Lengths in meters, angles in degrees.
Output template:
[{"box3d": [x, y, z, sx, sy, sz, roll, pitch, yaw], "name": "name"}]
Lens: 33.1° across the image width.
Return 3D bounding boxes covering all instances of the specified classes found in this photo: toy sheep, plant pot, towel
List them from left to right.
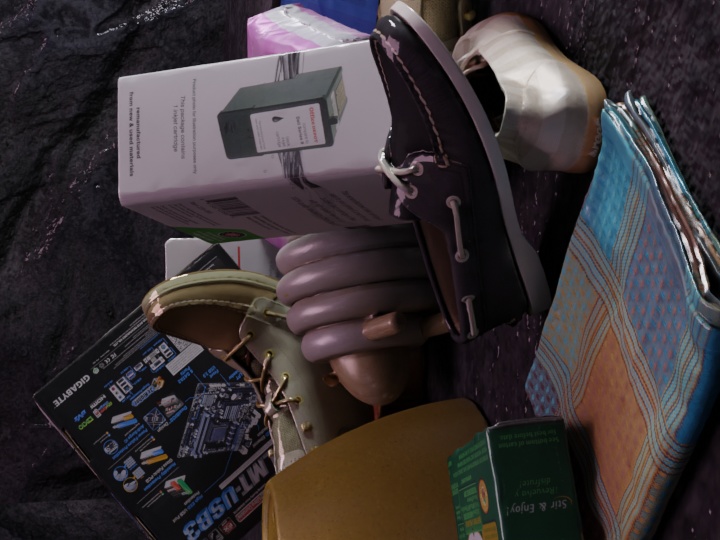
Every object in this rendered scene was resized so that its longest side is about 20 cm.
[{"box3d": [0.000, 0.000, 0.894, 0.138, 0.137, 0.202, 129, 135, -73], "name": "toy sheep"}, {"box3d": [0.008, 0.191, 0.823, 0.200, 0.141, 0.202, 179, 90, -78], "name": "plant pot"}, {"box3d": [0.117, 0.041, 0.560, 0.147, 0.022, 0.201, -102, 15, -46], "name": "towel"}]

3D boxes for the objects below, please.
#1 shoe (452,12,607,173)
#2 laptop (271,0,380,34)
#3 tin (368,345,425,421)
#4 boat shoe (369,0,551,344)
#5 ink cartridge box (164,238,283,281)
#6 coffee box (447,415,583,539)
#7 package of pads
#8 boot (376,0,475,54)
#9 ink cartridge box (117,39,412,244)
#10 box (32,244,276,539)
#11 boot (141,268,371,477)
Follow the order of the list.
[{"box3d": [0.077, -0.103, 0.668, 0.200, 0.053, 0.071, -120, 31, -68], "name": "shoe"}, {"box3d": [-0.017, -0.141, 1.025, 0.201, 0.102, 0.178, -105, 17, -51], "name": "laptop"}, {"box3d": [0.020, 0.106, 1.027, 0.112, 0.042, 0.201, -112, 23, -51], "name": "tin"}, {"box3d": [0.042, -0.043, 0.627, 0.201, 0.060, 0.074, 63, 177, -40], "name": "boat shoe"}, {"box3d": [-0.076, 0.025, 1.091, 0.068, 0.198, 0.116, -173, 82, -79], "name": "ink cartridge box"}, {"box3d": [0.087, 0.184, 0.616, 0.123, 0.044, 0.202, 109, 154, -73], "name": "coffee box"}, {"box3d": [-0.033, -0.105, 0.987, 0.120, 0.075, 0.201, 35, 134, 45], "name": "package of pads"}, {"box3d": [0.052, -0.196, 0.751, 0.200, 0.072, 0.157, -131, 36, -62], "name": "boot"}, {"box3d": [-0.033, -0.077, 0.772, 0.146, 0.198, 0.085, 31, -125, -71], "name": "ink cartridge box"}, {"box3d": [-0.131, 0.116, 1.001, 0.199, 0.200, 0.050, 49, 165, -2], "name": "box"}, {"box3d": [-0.069, 0.088, 0.923, 0.072, 0.199, 0.156, -39, 48, 41], "name": "boot"}]
